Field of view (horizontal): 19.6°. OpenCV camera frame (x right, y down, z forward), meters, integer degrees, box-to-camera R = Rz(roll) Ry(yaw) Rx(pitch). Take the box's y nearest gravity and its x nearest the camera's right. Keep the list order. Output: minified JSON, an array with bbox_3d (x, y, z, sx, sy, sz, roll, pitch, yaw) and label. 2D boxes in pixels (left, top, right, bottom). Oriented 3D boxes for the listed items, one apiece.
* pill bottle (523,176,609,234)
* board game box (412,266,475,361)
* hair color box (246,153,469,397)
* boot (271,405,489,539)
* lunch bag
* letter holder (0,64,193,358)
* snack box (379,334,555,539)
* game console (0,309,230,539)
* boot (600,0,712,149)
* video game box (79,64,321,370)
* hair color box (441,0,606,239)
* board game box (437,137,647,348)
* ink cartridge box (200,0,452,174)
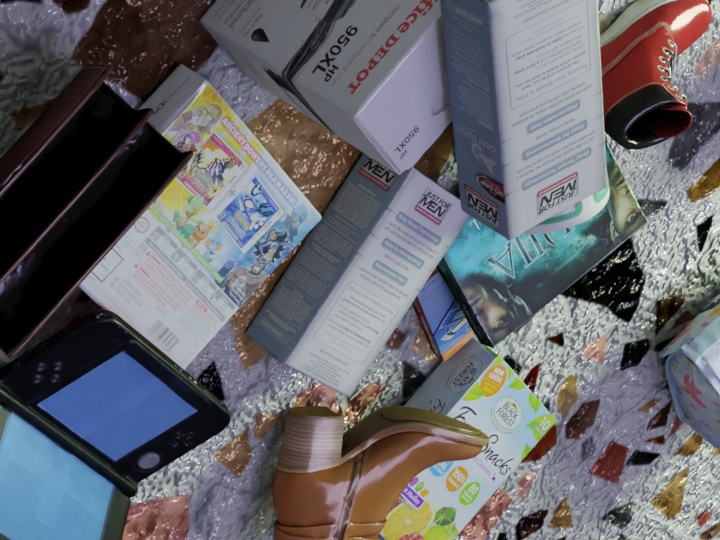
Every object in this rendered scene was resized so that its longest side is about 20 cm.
[{"bbox_3d":[0.145,-0.142,1.786,0.113,0.113,0.200,-27,120,-27],"label":"pill bottle"},{"bbox_3d":[0.132,-0.013,1.945,0.200,0.019,0.103,-40,135,-16],"label":"board game box"},{"bbox_3d":[0.000,0.000,1.800,0.099,0.061,0.200,31,94,-49],"label":"hair color box"},{"bbox_3d":[0.014,0.204,1.895,0.200,0.074,0.155,3,99,-14],"label":"boot"},{"bbox_3d":[0.408,0.080,2.186,0.170,0.127,0.200,-42,147,-10],"label":"lunch bag"},{"bbox_3d":[-0.218,-0.042,1.485,0.101,0.142,0.200,43,83,-12],"label":"letter holder"},{"bbox_3d":[0.082,0.177,1.996,0.200,0.053,0.142,-49,139,-6],"label":"snack box"},{"bbox_3d":[-0.206,0.153,1.656,0.172,0.119,0.200,-32,140,11],"label":"game console"},{"bbox_3d":[0.275,-0.177,1.876,0.200,0.144,0.072,-32,132,-25],"label":"boot"},{"bbox_3d":[-0.144,-0.037,1.653,0.182,0.047,0.200,-46,138,-6],"label":"video game box"},{"bbox_3d":[0.120,-0.134,1.509,0.099,0.061,0.200,-28,130,-26],"label":"hair color box"},{"bbox_3d":[0.160,-0.041,1.907,0.200,0.028,0.135,-38,113,-17],"label":"board game box"},{"bbox_3d":[-0.001,-0.184,1.571,0.145,0.200,0.084,-50,139,-6],"label":"ink cartridge box"}]
